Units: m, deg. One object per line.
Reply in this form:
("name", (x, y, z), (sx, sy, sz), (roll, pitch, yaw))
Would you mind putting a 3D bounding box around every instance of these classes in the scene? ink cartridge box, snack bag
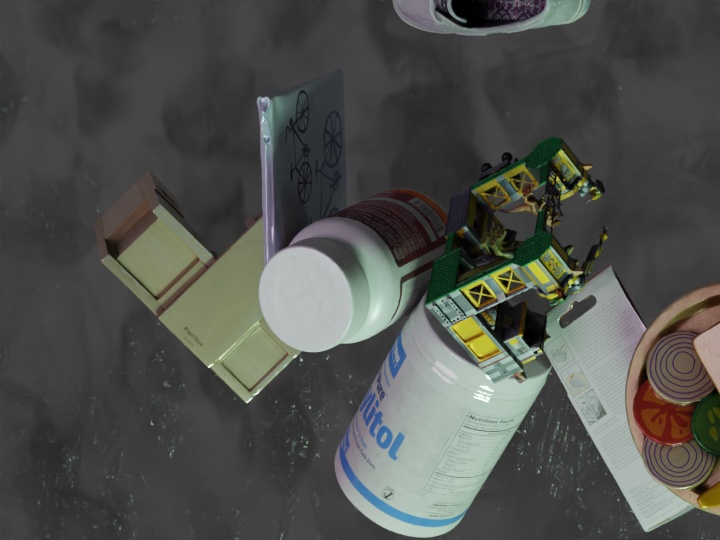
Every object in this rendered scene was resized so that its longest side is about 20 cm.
("ink cartridge box", (0.234, 0.102, 1.569), (0.109, 0.050, 0.200), (-40, 73, 40))
("snack bag", (-0.052, -0.074, 1.688), (0.021, 0.200, 0.189), (4, 104, 19))

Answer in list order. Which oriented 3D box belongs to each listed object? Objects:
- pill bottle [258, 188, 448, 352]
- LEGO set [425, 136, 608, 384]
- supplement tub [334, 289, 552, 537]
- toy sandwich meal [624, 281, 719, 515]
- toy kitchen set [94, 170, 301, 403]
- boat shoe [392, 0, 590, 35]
("pill bottle", (0.000, 0.000, 1.639), (0.109, 0.200, 0.110), (8, 107, 27))
("LEGO set", (0.142, -0.001, 1.560), (0.154, 0.200, 0.116), (-31, 117, 21))
("supplement tub", (0.070, 0.124, 1.665), (0.132, 0.132, 0.200), (43, 126, 25))
("toy sandwich meal", (0.297, 0.096, 1.460), (0.205, 0.070, 0.206), (-1, 87, 20))
("toy kitchen set", (-0.131, -0.015, 1.864), (0.163, 0.180, 0.200), (-43, 107, 2))
("boat shoe", (0.095, -0.233, 1.594), (0.200, 0.071, 0.070), (5, 104, 41))
